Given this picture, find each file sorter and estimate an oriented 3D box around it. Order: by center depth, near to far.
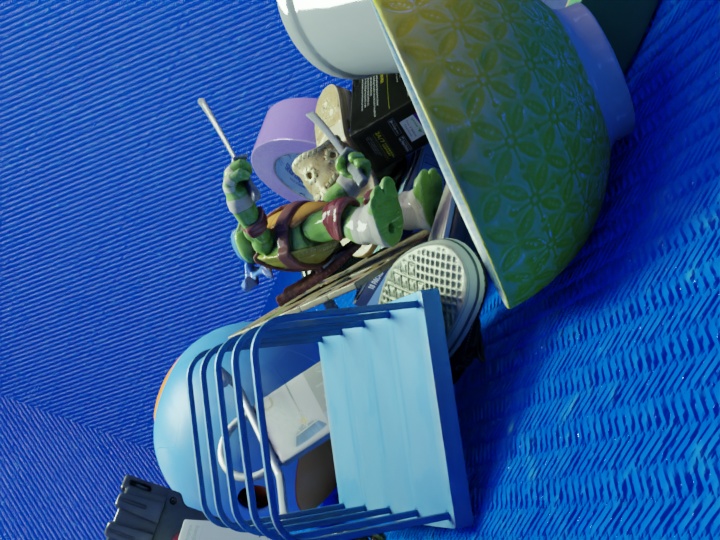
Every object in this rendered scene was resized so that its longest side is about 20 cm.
[{"bbox_3d":[-0.031,0.102,0.688,0.200,0.121,0.140,154,109,-67],"label":"file sorter"}]

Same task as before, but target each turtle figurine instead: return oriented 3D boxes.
[{"bbox_3d":[-0.037,-0.078,0.874,0.192,0.144,0.202,1,70,37],"label":"turtle figurine"}]

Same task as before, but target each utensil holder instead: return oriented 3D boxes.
[{"bbox_3d":[0.051,-0.256,0.910,0.199,0.169,0.171,7,73,49],"label":"utensil holder"}]

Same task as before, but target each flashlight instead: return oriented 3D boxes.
[{"bbox_3d":[-0.114,0.240,0.872,0.068,0.198,0.068,-86,18,-64],"label":"flashlight"}]

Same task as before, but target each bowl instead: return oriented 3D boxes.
[{"bbox_3d":[0.090,-0.091,0.599,0.107,0.202,0.200,-24,15,5],"label":"bowl"}]

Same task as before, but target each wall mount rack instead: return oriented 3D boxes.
[{"bbox_3d":[-0.035,0.121,0.875,0.199,0.075,0.174,-33,55,1],"label":"wall mount rack"}]

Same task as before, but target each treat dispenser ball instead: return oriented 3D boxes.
[{"bbox_3d":[-0.103,0.152,1.035,0.201,0.199,0.203,-159,90,-82],"label":"treat dispenser ball"}]

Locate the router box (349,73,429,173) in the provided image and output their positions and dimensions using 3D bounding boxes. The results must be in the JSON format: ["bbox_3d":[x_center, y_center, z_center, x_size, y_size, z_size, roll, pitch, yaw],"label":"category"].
[{"bbox_3d":[0.063,-0.190,1.035,0.148,0.051,0.201,-29,27,17],"label":"router box"}]

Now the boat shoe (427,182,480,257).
[{"bbox_3d":[0.090,-0.051,0.817,0.067,0.056,0.202,129,156,-75],"label":"boat shoe"}]

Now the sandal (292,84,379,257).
[{"bbox_3d":[-0.037,-0.102,1.022,0.078,0.069,0.213,-51,38,40],"label":"sandal"}]

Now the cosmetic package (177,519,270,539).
[{"bbox_3d":[-0.097,0.298,0.800,0.108,0.084,0.202,-79,-11,-56],"label":"cosmetic package"}]

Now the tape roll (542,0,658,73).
[{"bbox_3d":[0.149,-0.179,0.732,0.200,0.048,0.202,-158,90,-82],"label":"tape roll"}]

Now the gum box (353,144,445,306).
[{"bbox_3d":[0.058,-0.079,1.108,0.170,0.044,0.201,121,168,-54],"label":"gum box"}]

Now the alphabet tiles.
[{"bbox_3d":[0.000,0.000,0.916,0.166,0.008,0.199,-24,5,44],"label":"alphabet tiles"}]

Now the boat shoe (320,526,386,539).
[{"bbox_3d":[-0.011,0.207,0.723,0.202,0.071,0.061,118,166,-63],"label":"boat shoe"}]

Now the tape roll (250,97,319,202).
[{"bbox_3d":[-0.040,-0.142,1.383,0.200,0.198,0.066,129,162,-67],"label":"tape roll"}]

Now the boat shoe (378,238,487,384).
[{"bbox_3d":[0.052,0.037,0.717,0.201,0.062,0.075,109,140,-58],"label":"boat shoe"}]

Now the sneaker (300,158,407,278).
[{"bbox_3d":[-0.008,-0.072,1.101,0.114,0.076,0.201,114,-179,-76],"label":"sneaker"}]
